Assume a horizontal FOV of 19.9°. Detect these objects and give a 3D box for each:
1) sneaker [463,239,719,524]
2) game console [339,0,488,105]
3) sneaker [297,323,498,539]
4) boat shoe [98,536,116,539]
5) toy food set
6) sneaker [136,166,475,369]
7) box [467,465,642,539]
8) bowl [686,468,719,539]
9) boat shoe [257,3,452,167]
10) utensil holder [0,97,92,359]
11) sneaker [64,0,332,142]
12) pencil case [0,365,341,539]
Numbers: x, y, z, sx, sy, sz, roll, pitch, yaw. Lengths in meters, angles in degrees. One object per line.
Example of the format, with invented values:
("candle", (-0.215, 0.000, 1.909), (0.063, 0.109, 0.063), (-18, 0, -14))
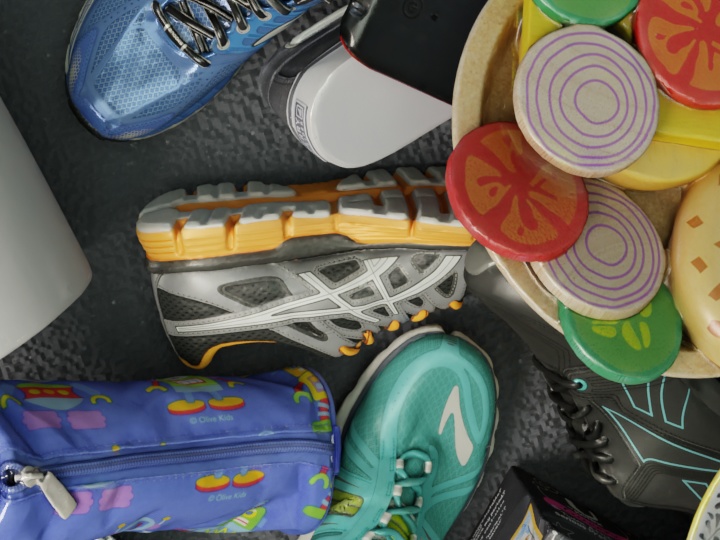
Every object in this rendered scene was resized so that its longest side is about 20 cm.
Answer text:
("sneaker", (0.117, 0.057, 0.885), (0.199, 0.075, 0.079), (34, 98, -20))
("game console", (0.102, -0.151, 0.867), (0.176, 0.031, 0.201), (20, 102, -35))
("sneaker", (0.011, 0.123, 0.946), (0.077, 0.080, 0.201), (23, 95, -9))
("boat shoe", (-0.124, 0.150, 0.931), (0.074, 0.086, 0.202), (-38, 100, 1))
("toy food set", (0.127, -0.050, 0.828), (0.197, 0.049, 0.201), (7, 75, -15))
("sneaker", (0.000, 0.000, 0.934), (0.198, 0.078, 0.078), (-2, 108, 0))
("box", (0.128, 0.205, 0.954), (0.199, 0.115, 0.133), (30, 96, -9))
("bowl", (0.234, 0.139, 0.861), (0.199, 0.094, 0.202), (0, 89, 11))
("boat shoe", (0.047, -0.111, 0.920), (0.199, 0.068, 0.072), (-28, 128, -17))
("utensil holder", (-0.226, -0.045, 0.849), (0.169, 0.170, 0.201), (-29, 102, -1))
("sneaker", (-0.053, -0.135, 0.894), (0.200, 0.089, 0.079), (-45, 99, 1))
("pencil case", (-0.098, 0.082, 0.884), (0.199, 0.087, 0.079), (-1, 91, -38))
